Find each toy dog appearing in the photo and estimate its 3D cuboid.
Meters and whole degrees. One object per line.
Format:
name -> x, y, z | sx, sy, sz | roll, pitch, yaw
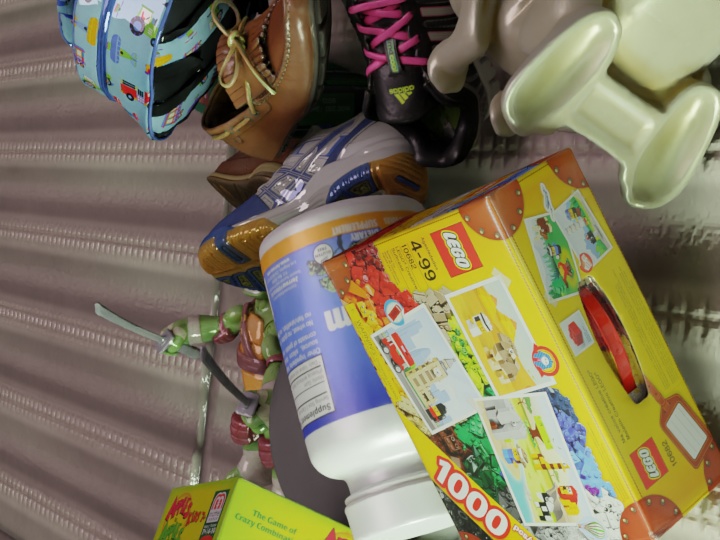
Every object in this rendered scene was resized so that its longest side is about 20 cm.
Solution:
toy dog -> 0.118, -0.163, 0.981 | 0.194, 0.139, 0.200 | -62, 34, 16

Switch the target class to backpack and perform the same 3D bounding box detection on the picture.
backpack -> -0.148, -0.201, 1.199 | 0.183, 0.134, 0.200 | 104, -174, -53

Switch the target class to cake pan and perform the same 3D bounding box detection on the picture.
cake pan -> 0.011, 0.108, 1.151 | 0.200, 0.037, 0.201 | -2, 87, 41

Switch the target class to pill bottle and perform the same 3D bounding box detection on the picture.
pill bottle -> 0.012, 0.064, 1.053 | 0.112, 0.112, 0.200 | -36, 65, 53

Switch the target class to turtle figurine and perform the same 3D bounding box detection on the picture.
turtle figurine -> -0.106, 0.096, 1.292 | 0.144, 0.200, 0.194 | 4, 114, 30

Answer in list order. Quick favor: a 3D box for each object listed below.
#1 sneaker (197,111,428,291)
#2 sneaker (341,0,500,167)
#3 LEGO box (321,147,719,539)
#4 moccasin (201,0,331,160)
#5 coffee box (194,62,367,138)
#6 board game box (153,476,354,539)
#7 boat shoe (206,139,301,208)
sneaker -> -0.031, -0.054, 1.193 | 0.200, 0.075, 0.088 | -25, 46, 31
sneaker -> 0.029, -0.139, 1.067 | 0.074, 0.200, 0.088 | -6, 50, 27
LEGO box -> 0.089, 0.053, 0.941 | 0.149, 0.077, 0.200 | -21, 98, 50
moccasin -> -0.066, -0.137, 1.120 | 0.201, 0.078, 0.074 | 136, 142, -69
coffee box -> -0.073, -0.143, 1.326 | 0.200, 0.123, 0.044 | 33, 121, 59
board game box -> -0.024, 0.196, 1.092 | 0.102, 0.200, 0.048 | -19, 47, 58
boat shoe -> -0.066, -0.077, 1.371 | 0.068, 0.072, 0.200 | -53, 17, -13
